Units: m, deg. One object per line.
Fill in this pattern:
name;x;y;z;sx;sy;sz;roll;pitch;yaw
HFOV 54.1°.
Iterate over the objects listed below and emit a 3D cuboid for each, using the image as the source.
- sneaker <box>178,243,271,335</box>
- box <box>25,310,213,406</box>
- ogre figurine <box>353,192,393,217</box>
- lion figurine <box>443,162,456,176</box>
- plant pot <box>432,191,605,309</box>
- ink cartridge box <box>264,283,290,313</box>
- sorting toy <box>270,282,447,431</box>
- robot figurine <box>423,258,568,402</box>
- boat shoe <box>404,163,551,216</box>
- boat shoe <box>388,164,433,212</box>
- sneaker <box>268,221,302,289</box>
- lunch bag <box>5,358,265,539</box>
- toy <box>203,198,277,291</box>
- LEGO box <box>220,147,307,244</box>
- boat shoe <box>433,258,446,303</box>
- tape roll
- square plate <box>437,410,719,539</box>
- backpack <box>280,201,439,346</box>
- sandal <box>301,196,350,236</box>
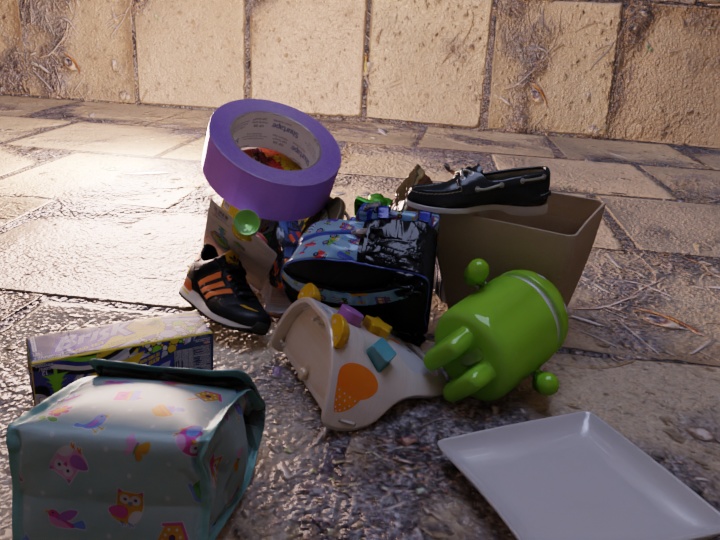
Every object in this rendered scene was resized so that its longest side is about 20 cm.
sneaker;-0.184;0.020;0.976;0.069;0.092;0.198;17;4;-43
box;-0.271;0.102;0.805;0.195;0.066;0.070;-7;23;-29
ogre figurine;0.041;-0.063;1.114;0.117;0.099;0.203;23;64;14
lion figurine;0.179;-0.077;1.186;0.071;0.205;0.123;-19;16;-4
plant pot;0.220;-0.008;1.012;0.196;0.182;0.199;14;24;27
ink cartridge box;-0.058;0.030;1.090;0.157;0.051;0.202;4;33;0
sorting toy;0.010;0.101;0.845;0.176;0.109;0.200;15;13;-29
robot figurine;0.167;0.075;0.840;0.197;0.178;0.116;-28;-11;-33
boat shoe;0.155;-0.110;0.929;0.194;0.062;0.076;-2;21;-11
boat shoe;0.084;-0.097;1.042;0.067;0.072;0.201;39;26;-6
sneaker;-0.099;-0.023;1.071;0.077;0.077;0.201;16;26;-18
lunch bag;-0.179;0.147;0.618;0.165;0.126;0.200;3;11;6
toy;-0.167;-0.043;1.018;0.114;0.048;0.200;39;-19;-2
LEGO box;-0.152;-0.102;1.163;0.077;0.203;0.147;44;38;22
boat shoe;0.117;0.000;1.134;0.066;0.074;0.201;6;17;1
tape roll;-0.128;-0.164;1.024;0.195;0.066;0.203;14;42;-12
square plate;0.198;0.204;0.655;0.195;0.029;0.198;-5;22;-22
backpack;0.000;0.000;0.929;0.194;0.184;0.138;7;60;9
sandal;-0.046;-0.067;1.060;0.054;0.080;0.200;46;3;-11
